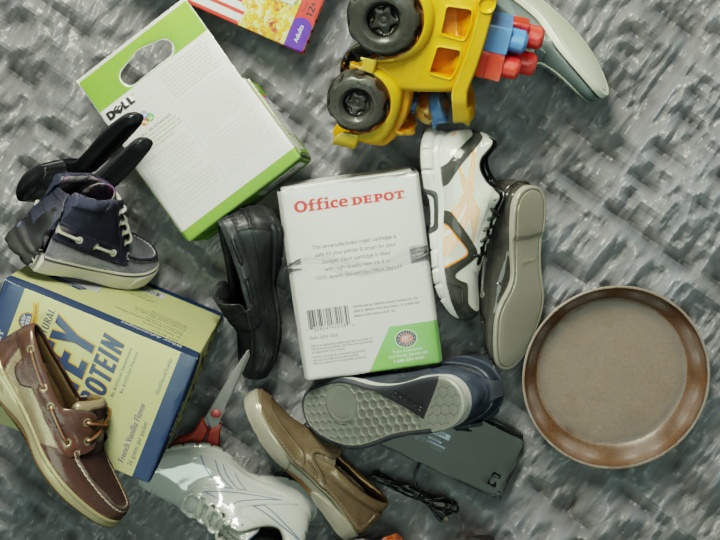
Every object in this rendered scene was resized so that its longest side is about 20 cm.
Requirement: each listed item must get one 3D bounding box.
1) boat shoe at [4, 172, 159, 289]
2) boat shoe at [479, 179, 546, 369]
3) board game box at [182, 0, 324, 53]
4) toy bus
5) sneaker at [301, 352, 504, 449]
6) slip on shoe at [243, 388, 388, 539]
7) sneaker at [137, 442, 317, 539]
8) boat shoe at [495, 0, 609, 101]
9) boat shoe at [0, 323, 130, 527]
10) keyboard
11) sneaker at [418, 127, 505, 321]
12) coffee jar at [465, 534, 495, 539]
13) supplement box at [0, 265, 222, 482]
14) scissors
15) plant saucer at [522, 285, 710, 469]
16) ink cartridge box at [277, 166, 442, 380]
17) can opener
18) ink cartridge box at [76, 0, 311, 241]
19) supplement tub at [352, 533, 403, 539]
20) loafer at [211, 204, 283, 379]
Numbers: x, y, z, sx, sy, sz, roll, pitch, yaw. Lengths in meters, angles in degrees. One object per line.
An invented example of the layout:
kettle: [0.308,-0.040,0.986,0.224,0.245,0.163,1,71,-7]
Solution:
boat shoe: [-0.250,-0.040,1.248,0.075,0.200,0.093,47,108,22]
boat shoe: [0.155,0.002,1.328,0.067,0.057,0.201,-5,107,-35]
board game box: [-0.120,-0.328,1.270,0.199,0.046,0.152,22,99,-3]
toy bus: [0.075,-0.206,1.230,0.191,0.136,0.201,16,117,-2]
sneaker: [0.053,0.135,1.322,0.202,0.146,0.077,-6,93,32]
slip on shoe: [-0.047,0.198,1.346,0.060,0.076,0.200,-34,100,11]
sneaker: [-0.142,0.246,1.335,0.199,0.087,0.075,19,127,-7]
boat shoe: [0.170,-0.239,1.279,0.200,0.073,0.062,45,119,-7]
boat shoe: [-0.261,0.138,1.141,0.072,0.072,0.200,-32,93,9]
keyboard: [0.070,0.196,1.374,0.199,0.021,0.128,26,93,-3]
sneaker: [0.109,-0.047,1.276,0.080,0.074,0.201,-4,101,12]
coffee jar: [0.121,0.392,1.364,0.104,0.085,0.201,29,100,35]
supplement box: [-0.262,0.087,1.267,0.199,0.200,0.135,22,100,-3]
scissors: [-0.163,0.158,1.334,0.073,0.014,0.201,10,125,-4]
plant saucer: [0.271,0.112,1.349,0.199,0.034,0.201,0,99,0]
ink cartridge box: [0.000,0.000,1.307,0.145,0.084,0.201,-7,100,1]
can opener: [-0.267,-0.098,1.263,0.200,0.079,0.064,-22,91,43]
ink cartridge box: [-0.168,-0.153,1.289,0.148,0.076,0.200,-36,88,7]
supplement tub: [-0.030,0.368,1.350,0.199,0.123,0.123,-27,99,8]
loafer: [-0.120,0.026,1.299,0.070,0.068,0.201,-12,123,-24]
